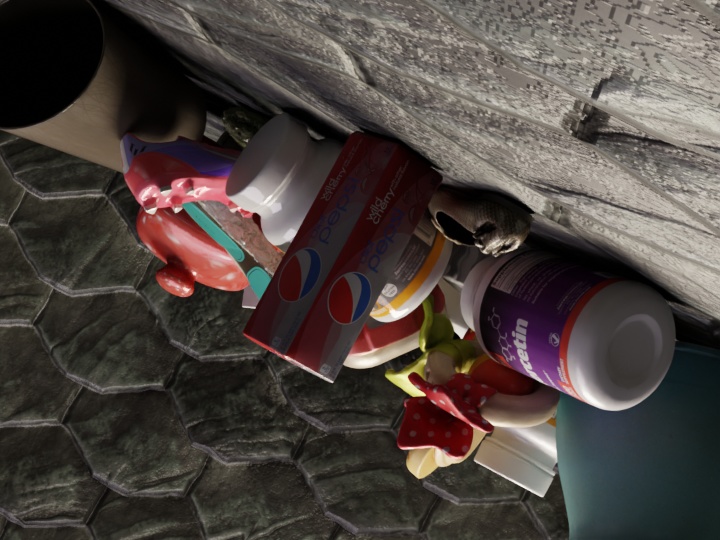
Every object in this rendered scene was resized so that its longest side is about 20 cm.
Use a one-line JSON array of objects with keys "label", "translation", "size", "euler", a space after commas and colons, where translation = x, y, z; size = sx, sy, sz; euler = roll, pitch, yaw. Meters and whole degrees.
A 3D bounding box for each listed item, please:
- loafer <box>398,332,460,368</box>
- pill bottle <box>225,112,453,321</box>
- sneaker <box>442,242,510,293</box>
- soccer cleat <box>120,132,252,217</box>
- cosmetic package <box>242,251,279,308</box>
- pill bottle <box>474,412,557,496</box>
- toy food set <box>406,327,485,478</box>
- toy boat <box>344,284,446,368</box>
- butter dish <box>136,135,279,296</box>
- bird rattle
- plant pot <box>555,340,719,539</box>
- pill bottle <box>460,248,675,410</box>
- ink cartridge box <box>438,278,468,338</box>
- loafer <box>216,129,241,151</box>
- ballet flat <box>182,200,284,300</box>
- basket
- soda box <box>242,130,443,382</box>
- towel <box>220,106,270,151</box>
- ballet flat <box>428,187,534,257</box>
[{"label": "loafer", "translation": [0.078, 0.076, 1.696], "size": [0.070, 0.068, 0.201], "euler": [18, -177, -5]}, {"label": "pill bottle", "translation": [-0.020, -0.050, 1.470], "size": [0.200, 0.117, 0.116], "euler": [36, 173, -21]}, {"label": "sneaker", "translation": [0.146, 0.012, 1.586], "size": [0.200, 0.075, 0.082], "euler": [39, -172, 28]}, {"label": "soccer cleat", "translation": [-0.139, -0.096, 1.507], "size": [0.199, 0.067, 0.077], "euler": [-4, -118, -44]}, {"label": "cosmetic package", "translation": [-0.051, 0.009, 1.808], "size": [0.050, 0.083, 0.199], "euler": [6, 179, -43]}, {"label": "pill bottle", "translation": [0.200, 0.128, 1.648], "size": [0.111, 0.201, 0.111], "euler": [28, 176, 2]}, {"label": "toy food set", "translation": [0.122, 0.119, 1.681], "size": [0.048, 0.201, 0.198], "euler": [26, -145, 17]}, {"label": "toy boat", "translation": [0.000, 0.000, 1.617], "size": [0.200, 0.130, 0.131], "euler": [-122, 9, -61]}, {"label": "butter dish", "translation": [-0.167, -0.041, 1.681], "size": [0.199, 0.148, 0.200], "euler": [28, 161, -4]}, {"label": "bird rattle", "translation": [0.109, 0.100, 1.474], "size": [0.162, 0.113, 0.200], "euler": [6, -165, -13]}, {"label": "plant pot", "translation": [0.271, 0.180, 1.489], "size": [0.199, 0.189, 0.200], "euler": [10, 164, 3]}, {"label": "pill bottle", "translation": [0.176, 0.045, 1.405], "size": [0.112, 0.113, 0.200], "euler": [31, 175, -34]}, {"label": "ink cartridge box", "translation": [0.095, 0.021, 1.846], "size": [0.199, 0.083, 0.147], "euler": [27, 174, 23]}, {"label": "loafer", "translation": [-0.070, -0.097, 1.746], "size": [0.199, 0.063, 0.072], "euler": [25, 157, -5]}, {"label": "ballet flat", "translation": [-0.096, -0.022, 1.583], "size": [0.200, 0.072, 0.072], "euler": [51, 172, -8]}, {"label": "basket", "translation": [-0.250, -0.167, 1.506], "size": [0.180, 0.137, 0.200], "euler": [-1, 165, 31]}, {"label": "soda box", "translation": [-0.015, -0.013, 1.331], "size": [0.063, 0.201, 0.070], "euler": [31, 174, -39]}, {"label": "towel", "translation": [-0.044, -0.101, 1.608], "size": [0.199, 0.037, 0.148], "euler": [28, 175, 11]}, {"label": "ballet flat", "translation": [0.096, -0.037, 1.377], "size": [0.067, 0.047, 0.200], "euler": [30, 176, -15]}]
